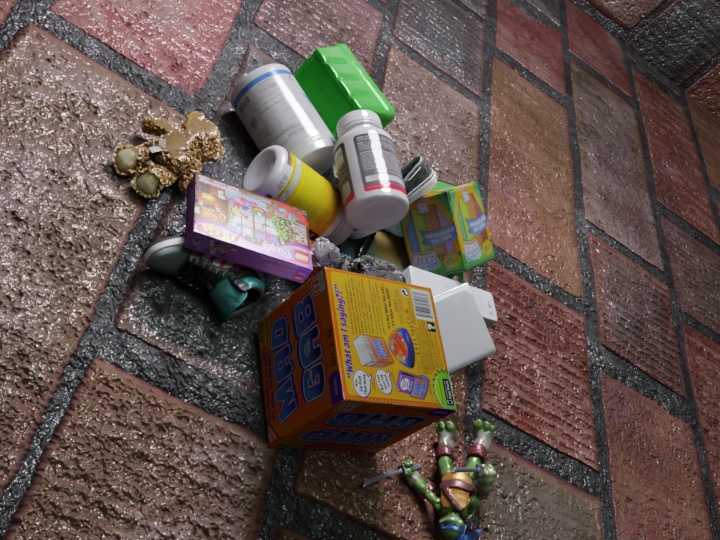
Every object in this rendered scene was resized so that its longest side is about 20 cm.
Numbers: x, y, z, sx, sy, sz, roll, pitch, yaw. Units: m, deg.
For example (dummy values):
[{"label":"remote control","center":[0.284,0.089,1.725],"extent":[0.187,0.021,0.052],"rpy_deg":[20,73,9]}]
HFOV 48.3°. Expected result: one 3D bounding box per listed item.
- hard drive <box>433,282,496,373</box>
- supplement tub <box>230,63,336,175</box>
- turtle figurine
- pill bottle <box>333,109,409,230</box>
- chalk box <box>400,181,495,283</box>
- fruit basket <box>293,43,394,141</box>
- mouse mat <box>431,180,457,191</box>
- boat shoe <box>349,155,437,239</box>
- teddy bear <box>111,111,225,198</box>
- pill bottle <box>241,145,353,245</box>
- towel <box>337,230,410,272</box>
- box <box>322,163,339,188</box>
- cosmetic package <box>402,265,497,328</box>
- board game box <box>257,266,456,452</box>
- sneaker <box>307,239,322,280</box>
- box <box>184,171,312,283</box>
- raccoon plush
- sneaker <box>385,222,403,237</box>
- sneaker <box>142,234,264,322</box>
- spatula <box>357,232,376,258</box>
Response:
[{"label":"hard drive","center":[0.120,0.118,1.378],"extent":[0.200,0.026,0.132],"rpy_deg":[-22,87,-16]},{"label":"supplement tub","center":[-0.141,-0.270,1.495],"extent":[0.132,0.132,0.200],"rpy_deg":[-19,71,-48]},{"label":"turtle figurine","center":[0.140,0.300,1.252],"extent":[0.200,0.144,0.194],"rpy_deg":[41,36,-12]},{"label":"pill bottle","center":[0.013,-0.180,1.408],"extent":[0.111,0.111,0.200],"rpy_deg":[11,55,-35]},{"label":"chalk box","center":[0.169,-0.055,1.541],"extent":[0.124,0.124,0.200],"rpy_deg":[-23,100,-52]},{"label":"fruit basket","center":[-0.028,-0.331,1.604],"extent":[0.216,0.155,0.216],"rpy_deg":[36,28,-23]},{"label":"mouse mat","center":[0.201,-0.135,1.778],"extent":[0.200,0.008,0.161],"rpy_deg":[12,50,-35]},{"label":"boat shoe","center":[0.046,-0.140,1.484],"extent":[0.071,0.200,0.072],"rpy_deg":[55,-7,-29]},{"label":"teddy bear","center":[-0.319,-0.189,1.334],"extent":[0.145,0.067,0.200],"rpy_deg":[30,48,-5]},{"label":"pill bottle","center":[-0.102,-0.123,1.405],"extent":[0.200,0.109,0.109],"rpy_deg":[34,39,-34]},{"label":"towel","center":[0.036,-0.019,1.526],"extent":[0.200,0.022,0.147],"rpy_deg":[19,48,-32]},{"label":"box","center":[0.017,-0.165,1.616],"extent":[0.200,0.041,0.039],"rpy_deg":[14,49,-32]},{"label":"cosmetic package","center":[0.144,0.068,1.484],"extent":[0.200,0.102,0.074],"rpy_deg":[20,45,-30]},{"label":"board game box","center":[-0.013,0.141,1.193],"extent":[0.200,0.200,0.200],"rpy_deg":[12,56,-34]},{"label":"sneaker","center":[-0.120,-0.037,1.381],"extent":[0.200,0.073,0.077],"rpy_deg":[37,12,-8]},{"label":"box","center":[-0.174,-0.067,1.255],"extent":[0.200,0.039,0.137],"rpy_deg":[18,41,-27]},{"label":"raccoon plush","center":[0.000,0.000,1.354],"extent":[0.200,0.097,0.134],"rpy_deg":[50,-4,-14]},{"label":"sneaker","center":[0.061,-0.106,1.570],"extent":[0.200,0.074,0.082],"rpy_deg":[2,43,-40]},{"label":"sneaker","center":[-0.226,0.019,1.220],"extent":[0.200,0.084,0.121],"rpy_deg":[6,44,-39]},{"label":"spatula","center":[0.002,-0.018,1.451],"extent":[0.057,0.021,0.200],"rpy_deg":[59,32,-34]}]
